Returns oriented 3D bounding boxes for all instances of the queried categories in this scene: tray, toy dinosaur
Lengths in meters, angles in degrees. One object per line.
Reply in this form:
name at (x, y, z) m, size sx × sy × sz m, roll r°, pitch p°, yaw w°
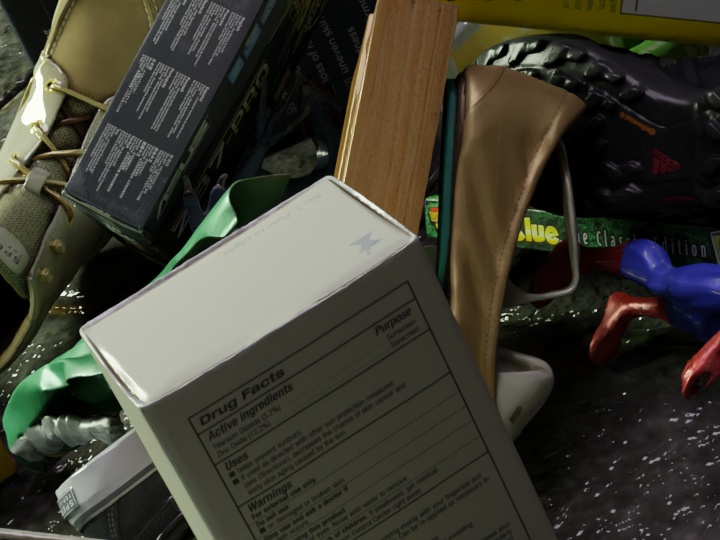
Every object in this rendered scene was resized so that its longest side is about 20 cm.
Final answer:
tray at (0.000, 0.000, 0.889) m, size 0.037 × 0.099 × 0.200 m, roll 12°, pitch 76°, yaw -2°
toy dinosaur at (-0.054, -0.032, 1.105) m, size 0.200 × 0.105 × 0.181 m, roll -31°, pitch 9°, yaw 11°

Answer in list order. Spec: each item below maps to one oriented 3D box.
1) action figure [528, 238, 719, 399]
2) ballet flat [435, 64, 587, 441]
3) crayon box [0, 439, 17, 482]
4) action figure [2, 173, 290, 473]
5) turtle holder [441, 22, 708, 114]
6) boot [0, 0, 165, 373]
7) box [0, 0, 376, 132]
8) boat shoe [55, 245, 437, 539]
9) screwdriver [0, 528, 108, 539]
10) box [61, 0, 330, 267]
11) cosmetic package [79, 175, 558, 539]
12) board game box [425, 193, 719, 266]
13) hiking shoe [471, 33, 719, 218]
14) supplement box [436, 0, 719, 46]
action figure at (0.139, 0.035, 0.846) m, size 0.200 × 0.065 × 0.099 m, roll -4°, pitch 52°, yaw 53°
ballet flat at (0.053, 0.019, 0.875) m, size 0.063 × 0.200 × 0.069 m, roll 8°, pitch -1°, yaw -1°
crayon box at (-0.252, 0.092, 1.084) m, size 0.126 × 0.052 × 0.200 m, roll -34°, pitch 29°, yaw -16°
action figure at (-0.104, 0.041, 0.970) m, size 0.118 × 0.055 × 0.200 m, roll -42°, pitch 2°, yaw -42°
turtle holder at (0.098, -0.111, 1.069) m, size 0.132 × 0.141 × 0.186 m, roll -22°, pitch 59°, yaw -5°
boot at (-0.155, -0.052, 1.113) m, size 0.072 × 0.200 × 0.155 m, roll 24°, pitch 35°, yaw 4°
box at (-0.097, -0.171, 1.246) m, size 0.197 × 0.200 × 0.124 m, roll -24°, pitch 27°, yaw 1°
boat shoe at (-0.035, 0.063, 0.956) m, size 0.200 × 0.057 × 0.069 m, roll -34°, pitch -8°, yaw -14°
screwdriver at (-0.079, 0.109, 0.895) m, size 0.200 × 0.028 × 0.029 m, roll 8°, pitch 64°, yaw 21°
box at (-0.069, -0.103, 1.092) m, size 0.200 × 0.049 × 0.161 m, roll -63°, pitch -8°, yaw -5°
cosmetic package at (0.001, 0.082, 0.743) m, size 0.104 × 0.200 × 0.073 m, roll -31°, pitch 28°, yaw -11°
board game box at (0.135, -0.026, 0.969) m, size 0.105 × 0.023 × 0.200 m, roll -15°, pitch 16°, yaw -43°
hiking shoe at (0.135, -0.055, 0.921) m, size 0.200 × 0.076 × 0.101 m, roll 15°, pitch 11°, yaw 41°
supplement box at (0.112, -0.165, 0.928) m, size 0.200 × 0.109 × 0.110 m, roll 6°, pitch 27°, yaw -2°
